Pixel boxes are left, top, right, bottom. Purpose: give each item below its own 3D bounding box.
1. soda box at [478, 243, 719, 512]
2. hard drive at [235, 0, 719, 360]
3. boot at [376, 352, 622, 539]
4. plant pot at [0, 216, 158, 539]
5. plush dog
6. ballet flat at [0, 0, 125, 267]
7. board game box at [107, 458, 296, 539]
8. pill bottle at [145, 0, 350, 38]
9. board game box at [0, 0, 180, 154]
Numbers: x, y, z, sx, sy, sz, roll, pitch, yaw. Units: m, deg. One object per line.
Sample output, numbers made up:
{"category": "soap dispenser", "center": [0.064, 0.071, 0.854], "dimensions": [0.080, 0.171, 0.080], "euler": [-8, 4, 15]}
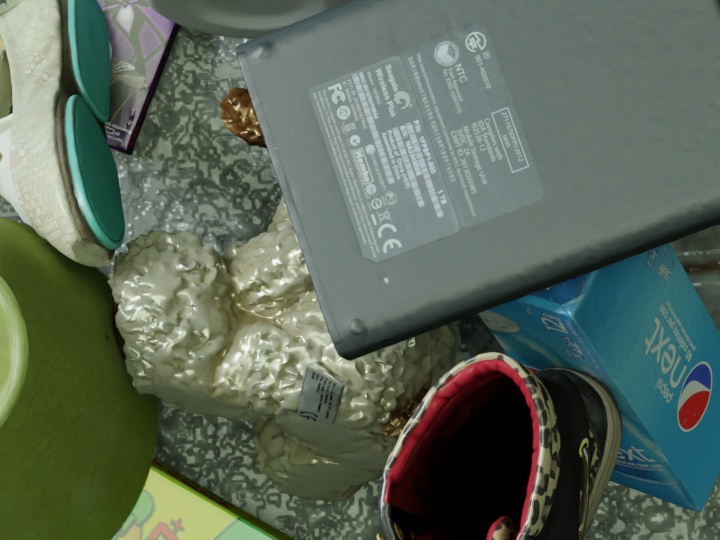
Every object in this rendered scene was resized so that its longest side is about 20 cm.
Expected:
{"category": "soda box", "center": [0.116, 0.033, 1.027], "dimensions": [0.064, 0.200, 0.068], "euler": [17, 69, 34]}
{"category": "hard drive", "center": [0.063, -0.063, 0.929], "dimensions": [0.198, 0.033, 0.141], "euler": [-20, 80, 7]}
{"category": "boot", "center": [0.045, 0.127, 0.903], "dimensions": [0.073, 0.151, 0.202], "euler": [21, 86, 18]}
{"category": "plant pot", "center": [-0.183, 0.051, 0.986], "dimensions": [0.185, 0.200, 0.189], "euler": [1, 80, -4]}
{"category": "plush dog", "center": [0.000, 0.000, 1.041], "dimensions": [0.159, 0.200, 0.173], "euler": [-5, 62, 34]}
{"category": "ballet flat", "center": [-0.145, -0.061, 1.035], "dimensions": [0.062, 0.201, 0.068], "euler": [-21, 127, 9]}
{"category": "board game box", "center": [-0.115, 0.146, 1.107], "dimensions": [0.199, 0.048, 0.102], "euler": [30, 89, 1]}
{"category": "pill bottle", "center": [-0.048, -0.223, 1.077], "dimensions": [0.111, 0.112, 0.202], "euler": [1, 76, 1]}
{"category": "board game box", "center": [-0.187, -0.150, 1.128], "dimensions": [0.198, 0.032, 0.121], "euler": [21, 85, 1]}
